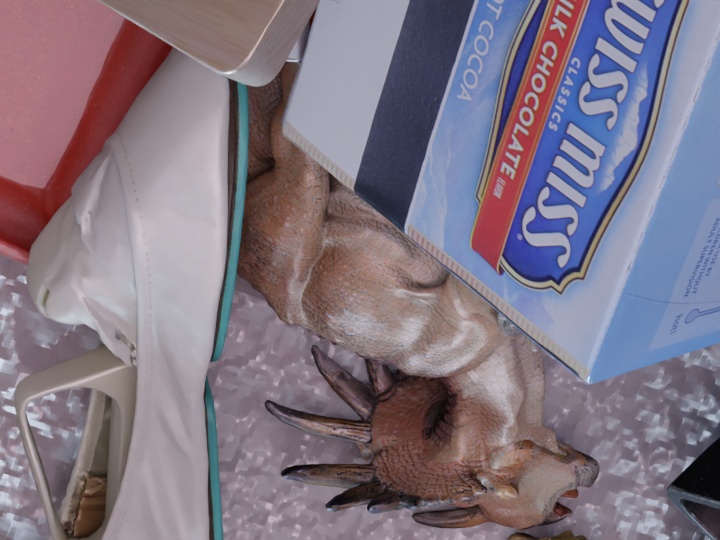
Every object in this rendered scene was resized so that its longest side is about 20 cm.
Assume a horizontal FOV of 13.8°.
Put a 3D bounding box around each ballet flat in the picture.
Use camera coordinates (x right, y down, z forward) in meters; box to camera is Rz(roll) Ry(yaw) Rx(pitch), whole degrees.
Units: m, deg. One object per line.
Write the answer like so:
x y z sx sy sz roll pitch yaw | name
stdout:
-0.071 0.023 0.893 0.069 0.069 0.200 1 118 -7 | ballet flat

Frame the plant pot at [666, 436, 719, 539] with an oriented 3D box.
0.241 0.067 0.836 0.200 0.199 0.177 42 80 -13 | plant pot

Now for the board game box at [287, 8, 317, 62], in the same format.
-0.004 -0.172 0.840 0.035 0.126 0.200 10 114 24 | board game box

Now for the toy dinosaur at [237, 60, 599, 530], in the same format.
0.000 0.000 0.916 0.200 0.086 0.136 48 131 5 | toy dinosaur

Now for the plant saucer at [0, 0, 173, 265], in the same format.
-0.136 -0.127 0.895 0.199 0.037 0.200 24 97 -10 | plant saucer

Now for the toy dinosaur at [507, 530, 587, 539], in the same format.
0.136 0.138 0.940 0.200 0.058 0.101 12 109 8 | toy dinosaur

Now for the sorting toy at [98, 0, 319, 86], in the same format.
-0.065 -0.181 0.722 0.200 0.070 0.199 32 97 23 | sorting toy

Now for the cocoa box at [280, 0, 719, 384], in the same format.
0.089 -0.094 0.787 0.133 0.131 0.200 -14 133 -43 | cocoa box
